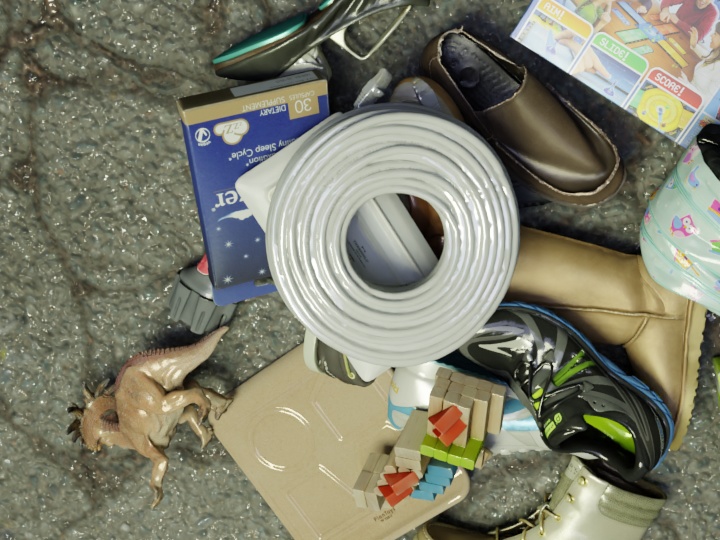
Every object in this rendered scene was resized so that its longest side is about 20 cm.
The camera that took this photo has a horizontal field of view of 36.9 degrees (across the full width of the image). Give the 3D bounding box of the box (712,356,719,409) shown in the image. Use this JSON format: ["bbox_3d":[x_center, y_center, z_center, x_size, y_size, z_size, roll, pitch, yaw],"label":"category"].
[{"bbox_3d":[0.408,0.123,0.909,0.199,0.048,0.123,-9,104,15],"label":"box"}]

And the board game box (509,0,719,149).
[{"bbox_3d":[0.239,-0.193,0.860,0.199,0.034,0.136,33,109,0],"label":"board game box"}]

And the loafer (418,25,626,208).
[{"bbox_3d":[0.125,-0.122,0.864,0.200,0.071,0.073,37,90,9],"label":"loafer"}]

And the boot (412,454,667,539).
[{"bbox_3d":[0.160,0.228,0.975,0.199,0.072,0.156,19,109,-2],"label":"boot"}]

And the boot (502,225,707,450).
[{"bbox_3d":[0.189,0.054,0.929,0.198,0.066,0.177,7,97,10],"label":"boot"}]

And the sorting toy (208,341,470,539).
[{"bbox_3d":[-0.021,0.166,1.018,0.185,0.036,0.201,-34,92,18],"label":"sorting toy"}]

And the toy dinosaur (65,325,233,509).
[{"bbox_3d":[-0.201,0.119,0.993,0.135,0.086,0.201,34,117,8],"label":"toy dinosaur"}]

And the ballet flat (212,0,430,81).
[{"bbox_3d":[-0.029,-0.196,0.900,0.199,0.068,0.069,-28,107,18],"label":"ballet flat"}]

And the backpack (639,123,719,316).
[{"bbox_3d":[0.317,-0.020,0.820,0.199,0.167,0.127,26,116,-6],"label":"backpack"}]

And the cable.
[{"bbox_3d":[0.028,-0.026,0.824,0.200,0.069,0.200,-44,102,1],"label":"cable"}]

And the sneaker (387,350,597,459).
[{"bbox_3d":[0.121,0.128,0.949,0.199,0.077,0.081,19,106,4],"label":"sneaker"}]

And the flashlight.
[{"bbox_3d":[-0.122,-0.042,0.964,0.068,0.068,0.201,11,117,-32],"label":"flashlight"}]

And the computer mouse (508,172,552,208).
[{"bbox_3d":[0.086,-0.072,0.927,0.199,0.034,0.059,-9,104,15],"label":"computer mouse"}]

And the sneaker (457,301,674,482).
[{"bbox_3d":[0.161,0.096,0.870,0.199,0.083,0.071,35,133,6],"label":"sneaker"}]

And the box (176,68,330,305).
[{"bbox_3d":[-0.078,-0.060,0.911,0.120,0.032,0.201,-15,125,-15],"label":"box"}]

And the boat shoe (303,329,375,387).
[{"bbox_3d":[0.000,0.000,0.920,0.060,0.072,0.203,20,113,32],"label":"boat shoe"}]

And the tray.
[{"bbox_3d":[-0.004,-0.015,0.870,0.107,0.022,0.201,-33,101,1],"label":"tray"}]

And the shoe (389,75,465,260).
[{"bbox_3d":[0.058,-0.061,0.893,0.069,0.053,0.201,1,121,22],"label":"shoe"}]

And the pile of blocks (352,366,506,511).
[{"bbox_3d":[0.056,0.165,0.905,0.082,0.062,0.200,33,134,0],"label":"pile of blocks"}]
